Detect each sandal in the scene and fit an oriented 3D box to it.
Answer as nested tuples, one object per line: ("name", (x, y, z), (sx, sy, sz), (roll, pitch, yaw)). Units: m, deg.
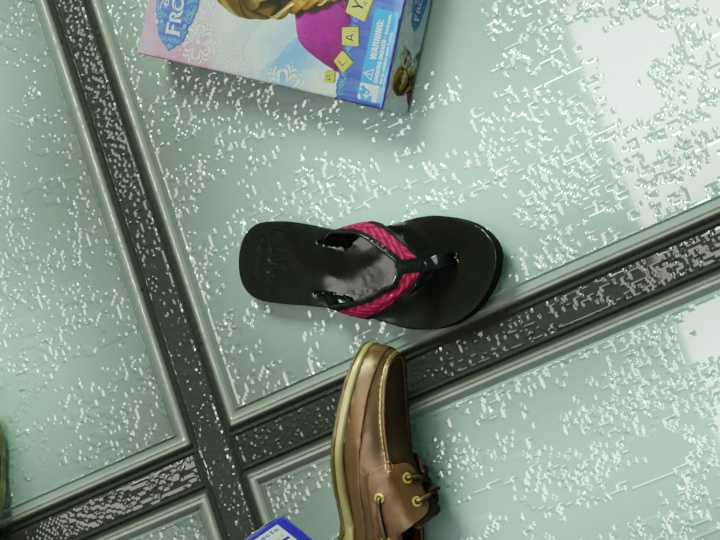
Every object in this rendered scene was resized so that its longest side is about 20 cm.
("sandal", (0.000, 0.000, 1.703), (0.199, 0.045, 0.076), (2, 89, 27))

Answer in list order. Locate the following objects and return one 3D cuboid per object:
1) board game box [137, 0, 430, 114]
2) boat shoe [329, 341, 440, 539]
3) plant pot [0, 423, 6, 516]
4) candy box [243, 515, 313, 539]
("board game box", (-0.041, -0.223, 1.733), (0.199, 0.041, 0.201), (14, 95, 27))
("boat shoe", (0.022, 0.147, 1.678), (0.067, 0.072, 0.201), (4, 96, 22))
("plant pot", (-0.358, 0.141, 1.818), (0.182, 0.200, 0.202), (-3, 87, 15))
("candy box", (-0.007, 0.276, 1.606), (0.200, 0.077, 0.170), (33, 144, 47))
